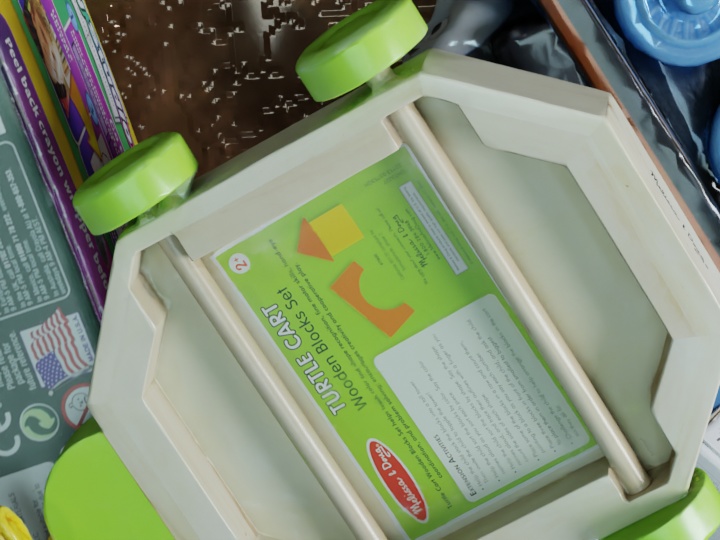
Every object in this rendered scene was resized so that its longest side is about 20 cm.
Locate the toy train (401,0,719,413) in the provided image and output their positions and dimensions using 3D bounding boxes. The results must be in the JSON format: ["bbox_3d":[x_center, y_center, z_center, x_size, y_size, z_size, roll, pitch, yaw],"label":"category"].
[{"bbox_3d":[0.093,-0.025,0.739,0.114,0.087,0.200,-34,103,2],"label":"toy train"}]

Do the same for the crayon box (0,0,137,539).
[{"bbox_3d":[-0.099,-0.017,0.720,0.058,0.173,0.200,-18,105,3],"label":"crayon box"}]

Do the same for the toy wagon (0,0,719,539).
[{"bbox_3d":[-0.009,0.030,0.617,0.200,0.040,0.155,-28,103,19],"label":"toy wagon"}]

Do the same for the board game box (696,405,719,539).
[{"bbox_3d":[0.144,0.144,0.709,0.200,0.035,0.126,43,131,7],"label":"board game box"}]
